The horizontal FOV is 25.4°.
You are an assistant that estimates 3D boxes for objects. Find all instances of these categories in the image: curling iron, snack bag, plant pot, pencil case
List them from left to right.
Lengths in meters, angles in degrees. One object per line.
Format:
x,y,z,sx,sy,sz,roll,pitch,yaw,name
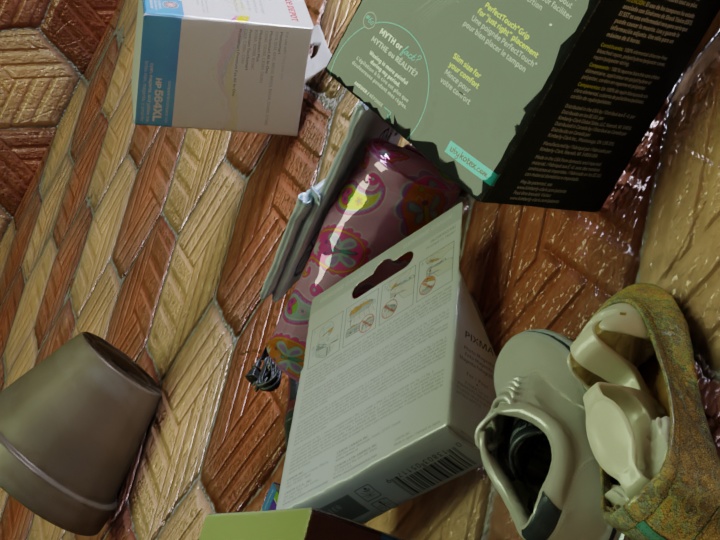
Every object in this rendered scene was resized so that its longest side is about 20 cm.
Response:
-0.325,0.171,1.814,0.174,0.200,0.200,-52,20,2,plant pot
-0.061,0.129,1.336,0.049,0.026,0.200,-27,33,6,curling iron
-0.004,-0.087,1.263,0.189,0.021,0.200,-47,-13,-54,snack bag
0.000,0.000,1.222,0.200,0.087,0.087,-64,20,19,pencil case

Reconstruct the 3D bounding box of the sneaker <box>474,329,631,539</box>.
0.100,0.085,0.879,0.073,0.071,0.200,-63,20,18,sneaker

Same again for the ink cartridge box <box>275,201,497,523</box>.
0.023,0.070,1.089,0.162,0.057,0.200,-32,30,34,ink cartridge box

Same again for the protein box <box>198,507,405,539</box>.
-0.032,0.259,0.964,0.200,0.135,0.199,-23,49,65,protein box

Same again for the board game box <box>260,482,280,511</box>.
-0.072,0.278,1.192,0.201,0.045,0.134,-66,19,9,board game box

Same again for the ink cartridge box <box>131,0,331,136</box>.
-0.136,-0.226,1.682,0.129,0.199,0.126,-106,23,-60,ink cartridge box

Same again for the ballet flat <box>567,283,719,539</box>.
0.137,0.063,0.808,0.071,0.070,0.200,-57,22,32,ballet flat

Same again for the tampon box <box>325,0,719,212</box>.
0.107,-0.158,0.939,0.150,0.126,0.200,44,116,32,tampon box
